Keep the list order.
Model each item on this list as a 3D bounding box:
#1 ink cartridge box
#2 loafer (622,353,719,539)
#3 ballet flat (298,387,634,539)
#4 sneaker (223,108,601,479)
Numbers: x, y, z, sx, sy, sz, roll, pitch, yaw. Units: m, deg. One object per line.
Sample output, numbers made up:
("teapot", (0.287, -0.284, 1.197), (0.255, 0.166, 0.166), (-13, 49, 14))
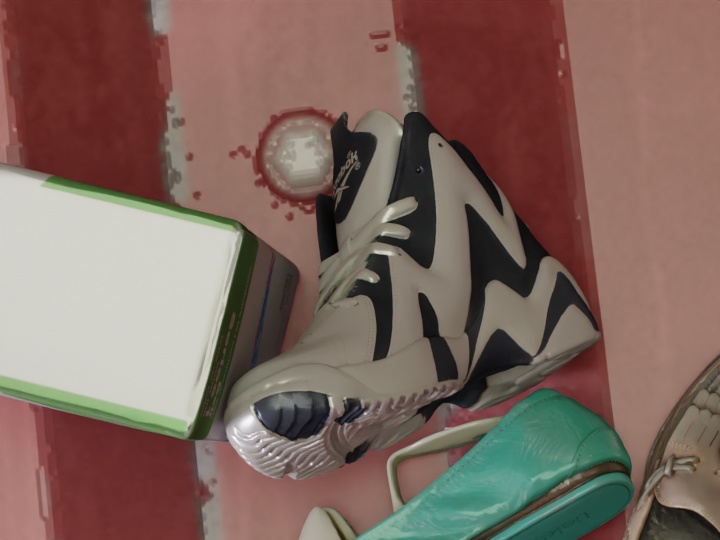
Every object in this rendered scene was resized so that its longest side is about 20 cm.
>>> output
("ink cartridge box", (-0.111, 0.013, 1.071), (0.144, 0.200, 0.085), (13, 87, 5))
("loafer", (0.136, 0.117, 1.108), (0.072, 0.063, 0.201), (28, 85, 6))
("ballet flat", (0.018, 0.115, 1.124), (0.199, 0.067, 0.071), (-33, 57, -1))
("sneaker", (0.000, 0.000, 1.084), (0.198, 0.079, 0.130), (-18, 73, -41))
